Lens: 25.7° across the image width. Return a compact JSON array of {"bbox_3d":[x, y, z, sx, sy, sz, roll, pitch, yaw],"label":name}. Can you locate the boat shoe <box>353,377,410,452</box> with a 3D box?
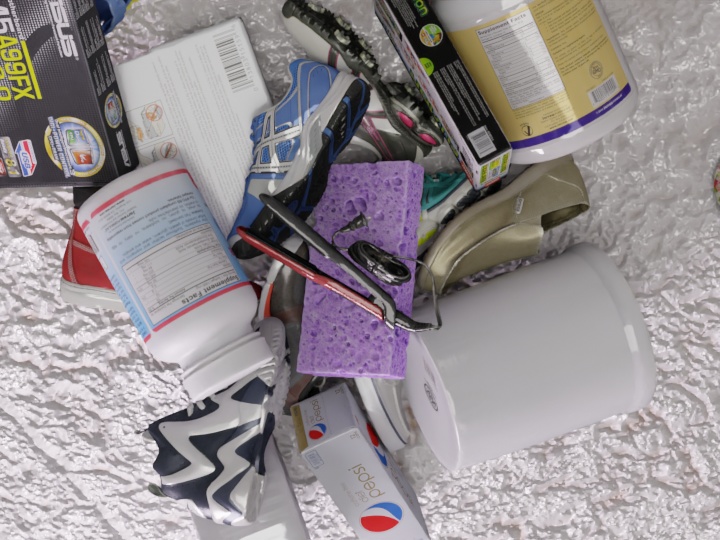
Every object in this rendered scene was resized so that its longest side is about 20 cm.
[{"bbox_3d":[0.022,0.082,1.573,0.066,0.072,0.200,-18,99,4],"label":"boat shoe"}]

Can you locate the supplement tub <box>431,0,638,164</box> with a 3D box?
[{"bbox_3d":[0.152,-0.213,1.432,0.145,0.145,0.200,-26,108,6],"label":"supplement tub"}]

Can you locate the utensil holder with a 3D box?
[{"bbox_3d":[0.151,0.085,1.500,0.200,0.170,0.170,-20,110,-12],"label":"utensil holder"}]

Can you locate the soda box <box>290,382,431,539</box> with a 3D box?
[{"bbox_3d":[0.001,0.205,1.580,0.064,0.068,0.200,-25,130,6],"label":"soda box"}]

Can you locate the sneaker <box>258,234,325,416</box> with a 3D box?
[{"bbox_3d":[-0.051,0.058,1.548,0.082,0.077,0.200,12,122,15],"label":"sneaker"}]

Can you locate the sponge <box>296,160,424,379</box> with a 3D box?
[{"bbox_3d":[0.000,0.000,1.468,0.111,0.030,0.200,1,82,39],"label":"sponge"}]

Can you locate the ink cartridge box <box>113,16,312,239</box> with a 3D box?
[{"bbox_3d":[-0.159,-0.115,1.485,0.173,0.044,0.200,-20,100,0],"label":"ink cartridge box"}]

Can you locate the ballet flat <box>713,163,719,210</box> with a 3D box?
[{"bbox_3d":[0.412,-0.023,1.554,0.076,0.064,0.200,-29,108,9],"label":"ballet flat"}]

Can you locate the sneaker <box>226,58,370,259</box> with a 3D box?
[{"bbox_3d":[-0.069,-0.101,1.447,0.077,0.076,0.200,34,97,17],"label":"sneaker"}]

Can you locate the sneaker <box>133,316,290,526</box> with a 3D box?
[{"bbox_3d":[-0.143,0.132,1.474,0.129,0.079,0.199,8,78,10],"label":"sneaker"}]

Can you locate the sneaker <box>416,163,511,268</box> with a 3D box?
[{"bbox_3d":[0.060,-0.065,1.516,0.200,0.078,0.080,-37,70,-4],"label":"sneaker"}]

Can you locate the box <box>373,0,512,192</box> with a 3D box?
[{"bbox_3d":[0.071,-0.174,1.418,0.035,0.110,0.200,-28,81,-2],"label":"box"}]

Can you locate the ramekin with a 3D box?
[{"bbox_3d":[-0.106,0.253,1.563,0.098,0.200,0.201,-20,109,-4],"label":"ramekin"}]

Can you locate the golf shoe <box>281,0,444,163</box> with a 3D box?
[{"bbox_3d":[-0.011,-0.169,1.480,0.088,0.077,0.200,-41,106,18],"label":"golf shoe"}]

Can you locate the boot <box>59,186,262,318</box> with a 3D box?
[{"bbox_3d":[-0.184,-0.028,1.525,0.200,0.072,0.144,9,105,-5],"label":"boot"}]

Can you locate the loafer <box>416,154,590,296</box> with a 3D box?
[{"bbox_3d":[0.139,-0.037,1.496,0.200,0.076,0.068,-39,73,-12],"label":"loafer"}]

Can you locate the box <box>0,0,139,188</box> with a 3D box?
[{"bbox_3d":[-0.298,-0.171,1.408,0.160,0.044,0.200,1,121,21],"label":"box"}]

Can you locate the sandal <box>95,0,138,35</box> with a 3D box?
[{"bbox_3d":[-0.275,-0.219,1.443,0.079,0.087,0.200,39,105,-16],"label":"sandal"}]

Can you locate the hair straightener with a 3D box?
[{"bbox_3d":[-0.007,-0.012,1.395,0.200,0.041,0.077,33,97,-1],"label":"hair straightener"}]

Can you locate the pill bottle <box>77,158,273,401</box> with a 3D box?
[{"bbox_3d":[-0.160,0.010,1.407,0.109,0.109,0.200,-30,86,8],"label":"pill bottle"}]
